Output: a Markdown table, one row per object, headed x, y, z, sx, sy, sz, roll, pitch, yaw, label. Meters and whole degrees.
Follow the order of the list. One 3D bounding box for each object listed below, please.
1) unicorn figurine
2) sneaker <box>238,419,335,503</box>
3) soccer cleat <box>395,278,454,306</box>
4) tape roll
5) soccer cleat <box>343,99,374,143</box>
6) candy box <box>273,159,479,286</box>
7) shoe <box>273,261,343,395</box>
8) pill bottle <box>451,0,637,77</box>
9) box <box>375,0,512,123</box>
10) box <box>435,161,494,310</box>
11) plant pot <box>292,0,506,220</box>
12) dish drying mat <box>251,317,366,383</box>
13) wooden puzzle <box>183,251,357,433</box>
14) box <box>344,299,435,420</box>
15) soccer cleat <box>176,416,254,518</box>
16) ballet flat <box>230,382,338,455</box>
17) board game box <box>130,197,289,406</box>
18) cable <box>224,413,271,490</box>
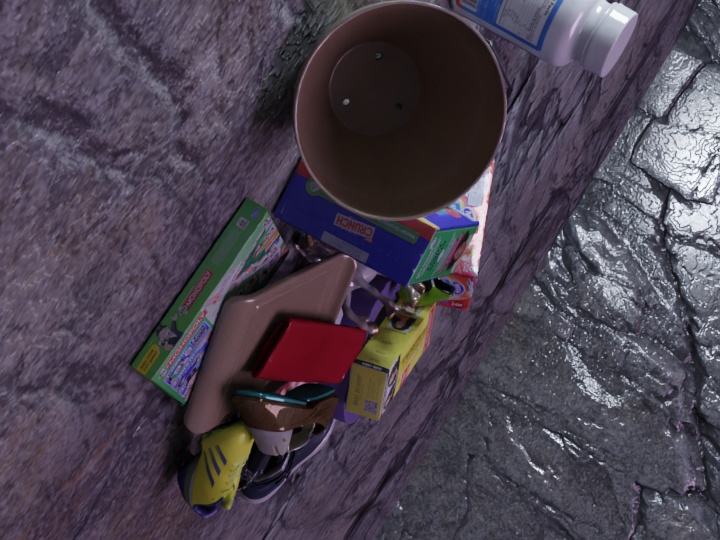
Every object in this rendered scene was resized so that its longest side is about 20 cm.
| x | y | z | sx | sy | sz | roll | pitch | yaw | label |
| --- | --- | --- | --- | --- | --- | --- | --- | --- | --- |
| 0.000 | 0.000 | 1.501 | 0.074 | 0.138 | 0.200 | -45 | 171 | 26 | unicorn figurine |
| -0.097 | 0.225 | 1.766 | 0.203 | 0.077 | 0.146 | -52 | 167 | -20 | sneaker |
| 0.069 | -0.053 | 1.600 | 0.068 | 0.080 | 0.202 | -56 | 133 | -65 | soccer cleat |
| -0.019 | 0.091 | 1.656 | 0.200 | 0.084 | 0.202 | 19 | 90 | -76 | tape roll |
| 0.042 | -0.112 | 1.370 | 0.199 | 0.068 | 0.074 | 32 | 49 | -42 | soccer cleat |
| 0.023 | -0.057 | 1.402 | 0.078 | 0.168 | 0.200 | -65 | 165 | 14 | candy box |
| -0.084 | 0.079 | 1.516 | 0.091 | 0.071 | 0.202 | 5 | 103 | -55 | shoe |
| 0.214 | -0.307 | 1.477 | 0.113 | 0.199 | 0.112 | -53 | 166 | -20 | pill bottle |
| 0.081 | -0.204 | 1.391 | 0.107 | 0.122 | 0.200 | -59 | 166 | 2 | box |
| 0.118 | -0.058 | 1.733 | 0.096 | 0.099 | 0.201 | 97 | 3 | -58 | box |
| 0.025 | -0.162 | 1.216 | 0.201 | 0.199 | 0.135 | -61 | -162 | 10 | plant pot |
| -0.054 | 0.090 | 1.422 | 0.077 | 0.018 | 0.200 | -57 | 155 | 9 | dish drying mat |
| -0.100 | 0.072 | 1.380 | 0.199 | 0.037 | 0.186 | -22 | 142 | -49 | wooden puzzle |
| 0.040 | 0.107 | 1.628 | 0.200 | 0.050 | 0.076 | -50 | 153 | -58 | box |
| -0.155 | 0.225 | 1.453 | 0.064 | 0.084 | 0.200 | -18 | 162 | -32 | soccer cleat |
| -0.083 | 0.165 | 1.404 | 0.200 | 0.067 | 0.073 | 6 | 93 | -69 | ballet flat |
| -0.148 | 0.035 | 1.293 | 0.201 | 0.029 | 0.135 | -56 | 165 | -11 | board game box |
| -0.132 | 0.176 | 1.617 | 0.201 | 0.050 | 0.164 | -61 | 160 | -25 | cable |
